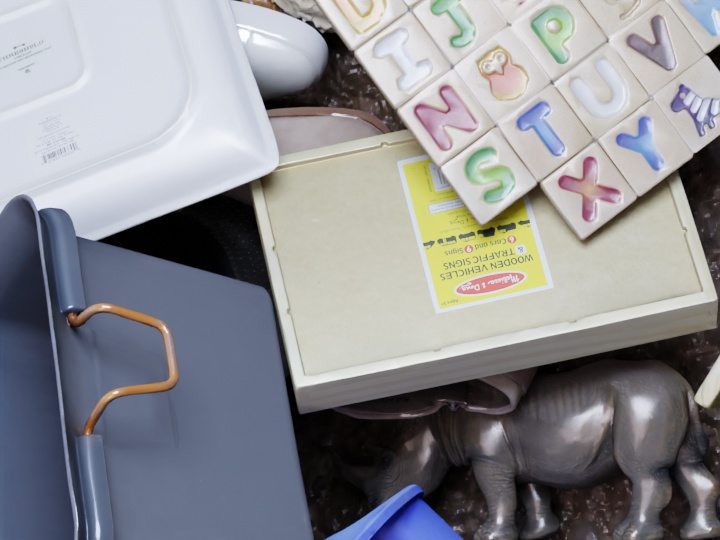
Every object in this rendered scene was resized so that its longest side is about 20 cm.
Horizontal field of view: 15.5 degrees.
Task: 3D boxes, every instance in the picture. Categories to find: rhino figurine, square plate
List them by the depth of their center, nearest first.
[{"bbox_3d":[-0.156,-0.097,1.270,0.199,0.028,0.199,-21,58,4],"label":"square plate"},{"bbox_3d":[0.077,0.088,1.283,0.198,0.060,0.088,-3,87,24],"label":"rhino figurine"}]

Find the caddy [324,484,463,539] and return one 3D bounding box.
[{"bbox_3d":[-0.012,0.187,1.259,0.105,0.141,0.200,39,135,8],"label":"caddy"}]

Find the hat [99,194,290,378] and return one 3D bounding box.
[{"bbox_3d":[-0.121,0.024,1.334,0.200,0.200,0.081,41,146,17],"label":"hat"}]

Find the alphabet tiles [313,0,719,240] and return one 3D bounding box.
[{"bbox_3d":[0.081,-0.123,1.218,0.166,0.006,0.201,-36,87,-6],"label":"alphabet tiles"}]

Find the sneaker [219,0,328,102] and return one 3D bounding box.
[{"bbox_3d":[-0.115,-0.085,1.313,0.198,0.073,0.085,0,63,12],"label":"sneaker"}]

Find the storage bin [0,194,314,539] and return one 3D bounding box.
[{"bbox_3d":[-0.098,0.076,1.174,0.146,0.133,0.201,-48,44,43],"label":"storage bin"}]

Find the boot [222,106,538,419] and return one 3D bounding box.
[{"bbox_3d":[0.000,0.000,1.281,0.198,0.070,0.147,1,61,14],"label":"boot"}]

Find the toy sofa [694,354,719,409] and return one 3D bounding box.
[{"bbox_3d":[0.261,0.067,1.195,0.199,0.083,0.098,34,103,19],"label":"toy sofa"}]

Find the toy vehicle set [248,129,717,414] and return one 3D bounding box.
[{"bbox_3d":[0.055,-0.013,1.230,0.198,0.027,0.125,-11,60,-2],"label":"toy vehicle set"}]

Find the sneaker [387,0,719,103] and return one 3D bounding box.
[{"bbox_3d":[0.102,-0.129,1.270,0.199,0.090,0.075,-19,83,-5],"label":"sneaker"}]

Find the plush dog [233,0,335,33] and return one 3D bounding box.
[{"bbox_3d":[-0.006,-0.197,1.284,0.198,0.161,0.173,-10,111,22],"label":"plush dog"}]
